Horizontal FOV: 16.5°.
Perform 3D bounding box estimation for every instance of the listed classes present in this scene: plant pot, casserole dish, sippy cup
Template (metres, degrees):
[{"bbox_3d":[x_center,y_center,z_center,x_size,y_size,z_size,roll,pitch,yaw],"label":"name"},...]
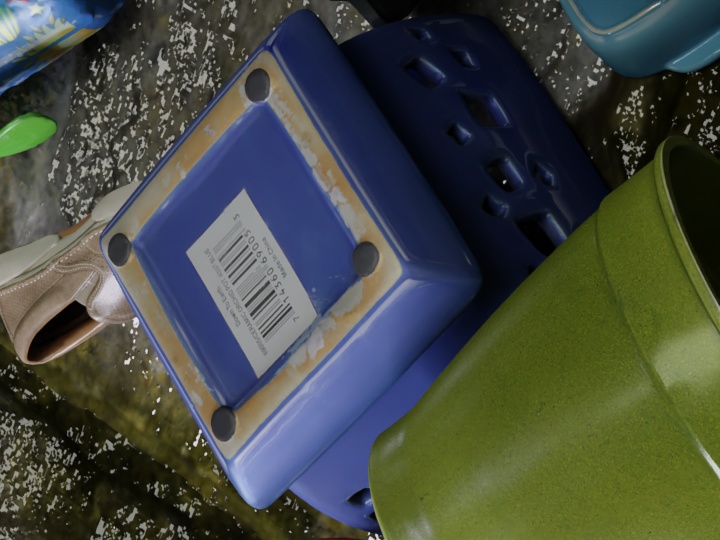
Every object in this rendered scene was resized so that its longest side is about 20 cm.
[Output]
[{"bbox_3d":[0.000,0.000,1.212,0.200,0.179,0.201,-45,61,26],"label":"plant pot"},{"bbox_3d":[0.127,-0.190,1.212,0.121,0.039,0.201,-34,66,31],"label":"casserole dish"},{"bbox_3d":[0.113,0.077,1.081,0.192,0.200,0.201,-34,67,20],"label":"plant pot"},{"bbox_3d":[-0.212,-0.166,1.432,0.130,0.140,0.179,-20,106,26],"label":"sippy cup"}]

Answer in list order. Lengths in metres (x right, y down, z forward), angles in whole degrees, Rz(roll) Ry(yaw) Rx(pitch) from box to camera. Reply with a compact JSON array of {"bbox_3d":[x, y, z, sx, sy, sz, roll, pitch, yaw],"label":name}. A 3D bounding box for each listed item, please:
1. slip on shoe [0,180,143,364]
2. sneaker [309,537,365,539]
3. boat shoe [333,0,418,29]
[{"bbox_3d":[-0.135,0.000,1.385,0.199,0.076,0.061,-21,69,39],"label":"slip on shoe"},{"bbox_3d":[0.046,0.159,1.211,0.199,0.077,0.085,14,135,26],"label":"sneaker"},{"bbox_3d":[0.009,-0.164,1.218,0.060,0.201,0.072,-30,84,11],"label":"boat shoe"}]
